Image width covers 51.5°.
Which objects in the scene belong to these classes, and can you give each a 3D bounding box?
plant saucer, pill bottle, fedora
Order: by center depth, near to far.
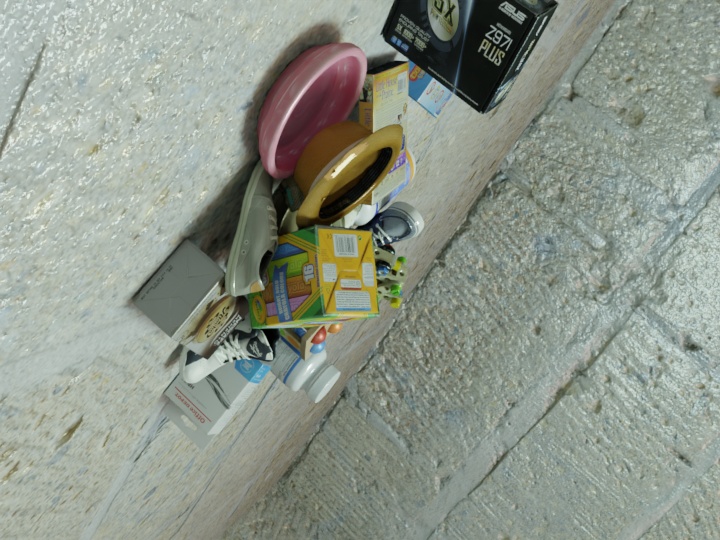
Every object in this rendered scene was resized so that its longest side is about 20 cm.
[{"bbox_3d":[-0.070,-0.218,0.990,0.201,0.051,0.201,-50,169,-13],"label":"plant saucer"},{"bbox_3d":[-0.030,-0.146,1.039,0.200,0.082,0.201,-41,167,-11],"label":"fedora"},{"bbox_3d":[0.002,-0.152,1.329,0.200,0.112,0.113,-44,167,-32],"label":"pill bottle"},{"bbox_3d":[-0.140,0.178,1.560,0.113,0.199,0.112,-48,169,-12],"label":"pill bottle"}]

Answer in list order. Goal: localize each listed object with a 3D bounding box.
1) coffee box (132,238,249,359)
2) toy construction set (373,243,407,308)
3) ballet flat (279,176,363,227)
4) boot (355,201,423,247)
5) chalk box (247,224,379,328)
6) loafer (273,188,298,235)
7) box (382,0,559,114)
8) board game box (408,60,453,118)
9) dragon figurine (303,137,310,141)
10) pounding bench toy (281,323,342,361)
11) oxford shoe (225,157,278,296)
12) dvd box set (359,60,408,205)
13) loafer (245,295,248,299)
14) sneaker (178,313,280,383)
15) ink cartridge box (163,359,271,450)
[{"bbox_3d":[-0.235,0.048,1.079,0.114,0.079,0.200,-50,169,-10],"label":"coffee box"},{"bbox_3d":[0.000,0.000,1.318,0.131,0.196,0.094,132,-37,-55],"label":"toy construction set"},{"bbox_3d":[-0.053,-0.094,1.158,0.067,0.077,0.199,-20,164,29],"label":"ballet flat"},{"bbox_3d":[0.037,-0.062,1.345,0.090,0.073,0.199,-45,-168,-20],"label":"boot"},{"bbox_3d":[-0.087,0.018,1.085,0.197,0.127,0.123,-13,170,41],"label":"chalk box"},{"bbox_3d":[-0.124,-0.060,1.194,0.203,0.067,0.076,-60,168,5],"label":"loafer"},{"bbox_3d":[0.152,-0.355,1.066,0.086,0.199,0.165,-38,164,-45],"label":"box"},{"bbox_3d":[0.160,-0.390,1.363,0.202,0.056,0.195,-54,168,11],"label":"board game box"},{"bbox_3d":[-0.051,-0.176,1.172,0.100,0.058,0.200,-58,169,27],"label":"dragon figurine"},{"bbox_3d":[-0.088,0.050,1.483,0.200,0.155,0.125,-47,168,-22],"label":"pounding bench toy"},{"bbox_3d":[-0.137,-0.059,1.021,0.075,0.056,0.205,85,14,-71],"label":"oxford shoe"},{"bbox_3d":[0.038,-0.223,1.199,0.146,0.029,0.205,-42,137,-56],"label":"dvd box set"},{"bbox_3d":[-0.171,0.017,1.258,0.200,0.072,0.073,-45,168,-30],"label":"loafer"},{"bbox_3d":[-0.206,0.127,1.252,0.198,0.129,0.081,-40,129,-23],"label":"sneaker"},{"bbox_3d":[-0.271,0.216,1.364,0.201,0.115,0.067,-51,169,-4],"label":"ink cartridge box"}]
